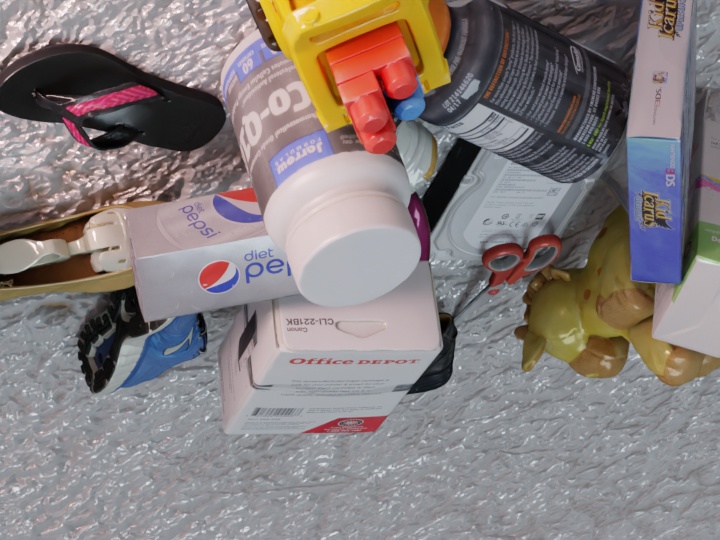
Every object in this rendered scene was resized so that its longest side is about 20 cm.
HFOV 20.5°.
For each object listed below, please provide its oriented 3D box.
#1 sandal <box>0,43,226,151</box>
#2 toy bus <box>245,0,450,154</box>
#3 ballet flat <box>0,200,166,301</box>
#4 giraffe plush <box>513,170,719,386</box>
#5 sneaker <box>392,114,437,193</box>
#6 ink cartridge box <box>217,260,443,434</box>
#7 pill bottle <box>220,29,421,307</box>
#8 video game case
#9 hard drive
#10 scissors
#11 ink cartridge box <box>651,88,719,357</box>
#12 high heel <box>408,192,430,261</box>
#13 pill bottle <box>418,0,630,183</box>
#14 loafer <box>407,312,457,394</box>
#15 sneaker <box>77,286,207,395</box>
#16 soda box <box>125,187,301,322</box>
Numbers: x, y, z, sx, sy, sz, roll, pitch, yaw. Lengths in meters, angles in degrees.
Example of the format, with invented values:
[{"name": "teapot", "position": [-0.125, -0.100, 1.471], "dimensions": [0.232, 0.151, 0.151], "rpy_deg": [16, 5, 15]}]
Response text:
[{"name": "sandal", "position": [-0.181, -0.119, 1.485], "dimensions": [0.199, 0.045, 0.075], "rpy_deg": [12, 135, -39]}, {"name": "toy bus", "position": [-0.012, -0.184, 1.352], "dimensions": [0.134, 0.193, 0.201], "rpy_deg": [-20, 145, 3]}, {"name": "ballet flat", "position": [-0.227, -0.013, 1.581], "dimensions": [0.198, 0.069, 0.063], "rpy_deg": [-15, 173, -8]}, {"name": "giraffe plush", "position": [0.221, 0.035, 1.806], "dimensions": [0.162, 0.201, 0.172], "rpy_deg": [-38, 167, 34]}, {"name": "sneaker", "position": [-0.036, -0.072, 1.621], "dimensions": [0.199, 0.076, 0.088], "rpy_deg": [-37, 127, 19]}, {"name": "ink cartridge box", "position": [-0.030, 0.067, 1.683], "dimensions": [0.143, 0.085, 0.200], "rpy_deg": [0, 157, -18]}, {"name": "pill bottle", "position": [-0.028, -0.080, 1.479], "dimensions": [0.113, 0.201, 0.114], "rpy_deg": [-14, 146, -9]}, {"name": "video game case", "position": [0.240, -0.119, 1.584], "dimensions": [0.045, 0.183, 0.201], "rpy_deg": [3, 148, 11]}, {"name": "hard drive", "position": [0.138, -0.083, 1.712], "dimensions": [0.138, 0.038, 0.201], "rpy_deg": [0, 141, -28]}, {"name": "scissors", "position": [0.132, 0.013, 1.819], "dimensions": [0.072, 0.014, 0.200], "rpy_deg": [-10, 159, -12]}, {"name": "ink cartridge box", "position": [0.302, -0.043, 1.699], "dimensions": [0.067, 0.201, 0.118], "rpy_deg": [15, 140, -4]}, {"name": "high heel", "position": [0.000, 0.000, 1.723], "dimensions": [0.095, 0.068, 0.201], "rpy_deg": [-18, 151, -22]}, {"name": "pill bottle", "position": [0.104, -0.148, 1.527], "dimensions": [0.199, 0.107, 0.106], "rpy_deg": [22, 129, -32]}, {"name": "loafer", "position": [-0.001, 0.079, 1.846], "dimensions": [0.198, 0.073, 0.073], "rpy_deg": [-14, 139, -27]}, {"name": "sneaker", "position": [-0.166, 0.032, 1.695], "dimensions": [0.089, 0.079, 0.200], "rpy_deg": [-6, 152, -38]}, {"name": "soda box", "position": [-0.080, -0.021, 1.553], "dimensions": [0.198, 0.064, 0.069], "rpy_deg": [-11, 131, -8]}]
